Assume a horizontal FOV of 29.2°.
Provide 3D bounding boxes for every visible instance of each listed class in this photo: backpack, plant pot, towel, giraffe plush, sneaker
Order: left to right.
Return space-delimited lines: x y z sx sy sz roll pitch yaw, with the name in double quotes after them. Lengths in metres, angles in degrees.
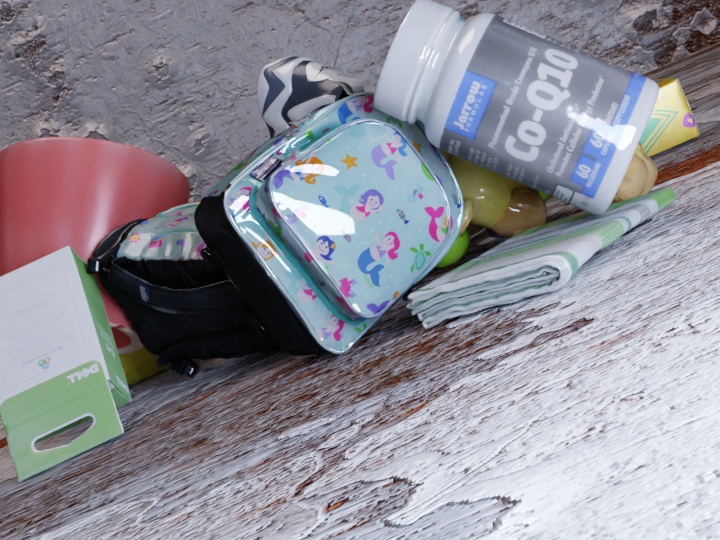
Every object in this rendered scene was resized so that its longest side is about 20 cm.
-0.279 -0.016 1.394 0.200 0.177 0.200 2 -19 1 "plant pot"
-0.129 0.008 1.286 0.200 0.167 0.127 -4 48 32 "backpack"
-0.022 -0.095 1.274 0.130 0.199 0.079 15 24 40 "sneaker"
-0.012 -0.048 1.138 0.200 0.178 0.151 -42 12 -31 "backpack"
0.143 -0.096 1.238 0.162 0.200 0.173 -47 -9 17 "giraffe plush"
0.146 -0.011 1.070 0.149 0.031 0.200 -16 7 40 "towel"

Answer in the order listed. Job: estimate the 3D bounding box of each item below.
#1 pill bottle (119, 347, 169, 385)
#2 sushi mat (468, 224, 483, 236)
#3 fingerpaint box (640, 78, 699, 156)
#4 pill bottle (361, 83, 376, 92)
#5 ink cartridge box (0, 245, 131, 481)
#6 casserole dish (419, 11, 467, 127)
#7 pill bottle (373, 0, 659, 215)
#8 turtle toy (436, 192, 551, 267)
-0.207 0.044 1.521 0.200 0.112 0.112 -25 6 -13 "pill bottle"
0.088 -0.060 1.451 0.012 0.096 0.200 21 33 33 "sushi mat"
0.288 -0.160 1.610 0.167 0.073 0.200 -23 6 6 "fingerpaint box"
-0.003 -0.085 1.416 0.104 0.200 0.104 5 18 -2 "pill bottle"
-0.271 0.088 1.232 0.104 0.200 0.059 -24 -29 1 "ink cartridge box"
0.079 -0.168 1.255 0.121 0.039 0.200 -65 -7 7 "casserole dish"
0.119 -0.132 1.076 0.114 0.200 0.114 23 -90 -84 "pill bottle"
0.119 -0.085 1.368 0.200 0.146 0.101 -42 -23 -22 "turtle toy"
